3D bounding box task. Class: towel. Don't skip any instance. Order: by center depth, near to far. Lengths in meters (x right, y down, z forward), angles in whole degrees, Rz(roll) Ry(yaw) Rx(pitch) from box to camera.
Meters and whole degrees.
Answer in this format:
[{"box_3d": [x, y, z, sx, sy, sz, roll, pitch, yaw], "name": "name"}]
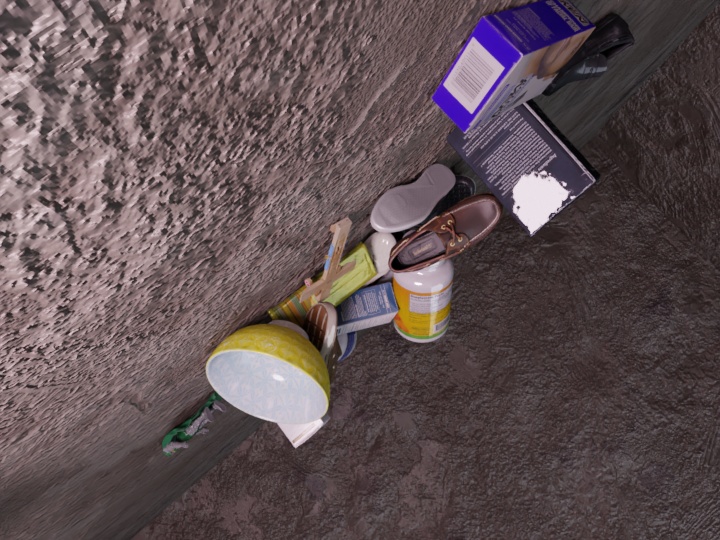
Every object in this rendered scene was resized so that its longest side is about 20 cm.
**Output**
[{"box_3d": [-0.061, 0.037, 0.913, 0.199, 0.018, 0.087, -37, 138, -12], "name": "towel"}]

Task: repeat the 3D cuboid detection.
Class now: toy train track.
[{"box_3d": [-0.050, -0.017, 0.813, 0.114, 0.033, 0.201, -32, 160, -31], "name": "toy train track"}]

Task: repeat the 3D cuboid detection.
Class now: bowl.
[{"box_3d": [-0.133, 0.146, 0.851, 0.200, 0.198, 0.109, -50, -164, 44], "name": "bowl"}]

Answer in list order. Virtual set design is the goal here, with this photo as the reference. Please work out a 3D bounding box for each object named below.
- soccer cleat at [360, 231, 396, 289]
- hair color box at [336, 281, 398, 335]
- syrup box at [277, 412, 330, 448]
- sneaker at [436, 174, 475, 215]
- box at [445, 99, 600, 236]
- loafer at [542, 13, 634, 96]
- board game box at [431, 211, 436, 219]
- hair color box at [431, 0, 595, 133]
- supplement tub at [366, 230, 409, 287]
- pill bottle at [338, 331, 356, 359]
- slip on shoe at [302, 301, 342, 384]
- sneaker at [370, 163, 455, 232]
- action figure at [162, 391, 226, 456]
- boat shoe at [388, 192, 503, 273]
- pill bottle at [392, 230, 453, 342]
[{"box_3d": [0.000, 0.000, 0.992, 0.077, 0.070, 0.200, -26, 165, -43], "name": "soccer cleat"}, {"box_3d": [-0.036, 0.083, 0.999, 0.197, 0.061, 0.100, -13, 164, -10], "name": "hair color box"}, {"box_3d": [-0.155, 0.254, 1.098, 0.081, 0.201, 0.079, -40, 170, 2], "name": "syrup box"}, {"box_3d": [0.197, -0.166, 1.095, 0.084, 0.071, 0.200, -63, 176, -13], "name": "sneaker"}, {"box_3d": [0.263, -0.177, 0.839, 0.124, 0.197, 0.199, -45, 169, 27], "name": "box"}, {"box_3d": [0.385, -0.357, 0.901, 0.200, 0.071, 0.068, -39, 170, -12], "name": "loafer"}, {"box_3d": [0.133, -0.055, 1.343, 0.199, 0.041, 0.200, -41, 171, -3], "name": "board game box"}, {"box_3d": [0.182, -0.244, 0.621, 0.199, 0.065, 0.110, -36, 169, -39], "name": "hair color box"}, {"box_3d": [0.081, -0.008, 1.103, 0.200, 0.123, 0.122, -46, 169, 27], "name": "supplement tub"}, {"box_3d": [-0.080, 0.150, 1.174, 0.119, 0.120, 0.200, -41, 171, 4], "name": "pill bottle"}, {"box_3d": [-0.061, 0.134, 0.914, 0.060, 0.076, 0.202, -9, 127, -31], "name": "slip on shoe"}, {"box_3d": [0.074, -0.090, 0.852, 0.200, 0.071, 0.100, -39, 167, -39], "name": "sneaker"}, {"box_3d": [-0.359, 0.335, 1.114, 0.200, 0.055, 0.118, -42, 174, 29], "name": "action figure"}, {"box_3d": [0.131, -0.051, 0.829, 0.199, 0.071, 0.070, -33, -178, 23], "name": "boat shoe"}, {"box_3d": [0.115, 0.026, 0.982, 0.111, 0.110, 0.202, -35, 140, -31], "name": "pill bottle"}]
